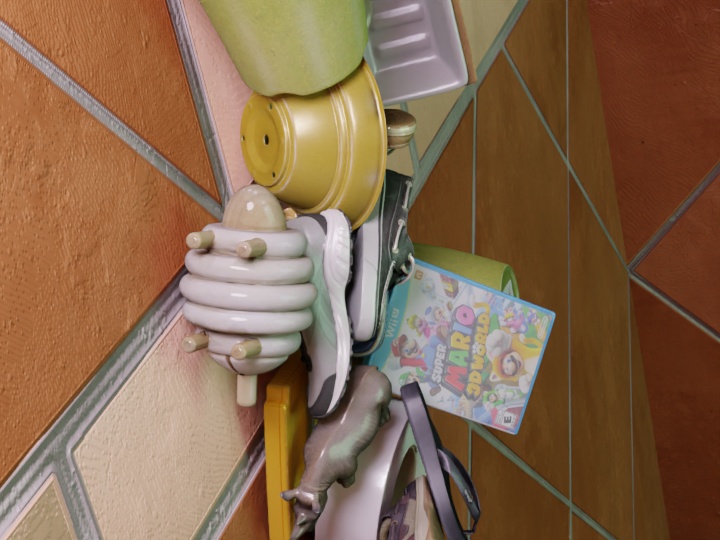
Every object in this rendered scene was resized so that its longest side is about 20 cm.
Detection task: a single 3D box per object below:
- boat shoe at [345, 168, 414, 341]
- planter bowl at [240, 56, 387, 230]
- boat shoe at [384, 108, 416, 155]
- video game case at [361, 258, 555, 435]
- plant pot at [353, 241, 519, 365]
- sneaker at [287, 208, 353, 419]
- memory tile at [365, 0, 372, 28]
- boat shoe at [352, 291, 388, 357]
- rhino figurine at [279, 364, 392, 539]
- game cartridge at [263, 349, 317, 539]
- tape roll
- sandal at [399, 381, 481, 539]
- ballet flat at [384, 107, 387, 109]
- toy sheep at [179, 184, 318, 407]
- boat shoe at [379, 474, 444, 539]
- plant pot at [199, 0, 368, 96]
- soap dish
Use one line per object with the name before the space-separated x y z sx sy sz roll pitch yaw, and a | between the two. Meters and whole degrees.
boat shoe | 0.024 -0.018 1.466 0.071 0.063 0.201 122 -22 -57
planter bowl | -0.063 -0.131 1.449 0.083 0.200 0.202 -9 96 -33
boat shoe | -0.013 -0.130 1.512 0.073 0.200 0.064 -16 103 -40
video game case | 0.106 0.082 1.593 0.018 0.199 0.144 10 -99 67
plant pot | 0.078 0.045 1.697 0.187 0.199 0.188 -5 90 -70
sneaker | -0.048 0.042 1.415 0.074 0.079 0.202 180 -92 -78
memory tile | -0.051 -0.296 1.615 0.154 0.017 0.200 -60 148 -24
boat shoe | 0.000 0.000 1.545 0.072 0.072 0.201 42 38 -62
rhino figurine | -0.026 0.179 1.449 0.201 0.060 0.088 -61 167 -20
game cartridge | -0.050 0.156 1.515 0.200 0.032 0.177 -55 148 -61
tape roll | 0.016 0.234 1.602 0.202 0.070 0.204 10 90 -74
sandal | 0.091 0.209 1.511 0.076 0.043 0.201 -24 96 -87
ballet flat | -0.024 -0.199 1.594 0.200 0.071 0.072 38 49 -46
toy sheep | -0.101 0.023 1.313 0.138 0.137 0.201 -18 117 -70
boat shoe | 0.050 0.265 1.498 0.200 0.064 0.072 -95 166 -77
plant pot | -0.074 -0.270 1.354 0.185 0.199 0.201 71 24 -43
soap dish | 0.043 -0.302 1.764 0.081 0.156 0.201 -94 169 -60
